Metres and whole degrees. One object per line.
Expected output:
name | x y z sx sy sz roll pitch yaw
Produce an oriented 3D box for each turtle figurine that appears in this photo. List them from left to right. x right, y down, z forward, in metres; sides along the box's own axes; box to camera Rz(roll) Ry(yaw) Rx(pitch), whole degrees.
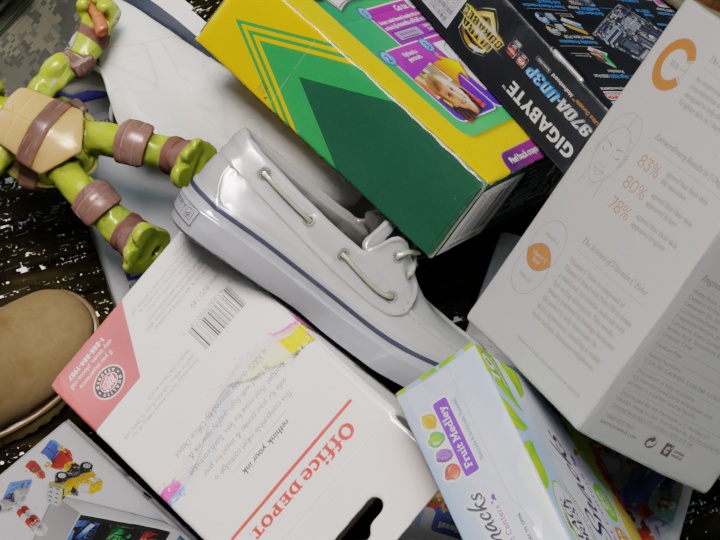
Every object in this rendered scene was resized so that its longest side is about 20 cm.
turtle figurine | -0.169 -0.060 1.222 0.161 0.064 0.200 31 71 18

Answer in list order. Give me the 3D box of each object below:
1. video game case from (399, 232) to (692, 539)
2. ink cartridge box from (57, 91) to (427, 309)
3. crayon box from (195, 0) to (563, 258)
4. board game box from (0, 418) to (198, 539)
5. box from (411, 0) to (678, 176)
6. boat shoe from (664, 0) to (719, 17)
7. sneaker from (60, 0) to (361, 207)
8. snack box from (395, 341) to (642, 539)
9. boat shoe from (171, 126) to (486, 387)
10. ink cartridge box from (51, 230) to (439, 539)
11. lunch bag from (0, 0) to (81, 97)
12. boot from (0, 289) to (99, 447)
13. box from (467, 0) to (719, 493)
video game case | 0.116 0.081 1.228 0.143 0.018 0.200 16 60 9
ink cartridge box | -0.069 -0.074 1.312 0.196 0.043 0.200 -16 61 -9
crayon box | 0.031 -0.103 1.239 0.173 0.058 0.200 42 27 12
board game box | -0.181 0.182 1.155 0.200 0.035 0.126 -40 65 -22
box | 0.139 -0.121 1.271 0.200 0.046 0.159 -4 48 -49
boat shoe | 0.246 -0.169 1.323 0.200 0.074 0.076 30 32 0
sneaker | -0.083 -0.083 1.260 0.200 0.076 0.081 37 77 27
snack box | 0.102 0.145 1.093 0.053 0.142 0.200 -34 61 15
boat shoe | 0.000 0.000 1.172 0.067 0.200 0.074 -53 23 12
ink cartridge box | -0.048 0.085 1.175 0.200 0.067 0.117 42 94 23
lunch bag | -0.253 -0.174 1.287 0.139 0.168 0.200 24 61 32
boot | -0.210 0.030 1.152 0.066 0.200 0.175 40 67 20
box | 0.167 -0.013 1.129 0.200 0.097 0.124 -56 35 9
